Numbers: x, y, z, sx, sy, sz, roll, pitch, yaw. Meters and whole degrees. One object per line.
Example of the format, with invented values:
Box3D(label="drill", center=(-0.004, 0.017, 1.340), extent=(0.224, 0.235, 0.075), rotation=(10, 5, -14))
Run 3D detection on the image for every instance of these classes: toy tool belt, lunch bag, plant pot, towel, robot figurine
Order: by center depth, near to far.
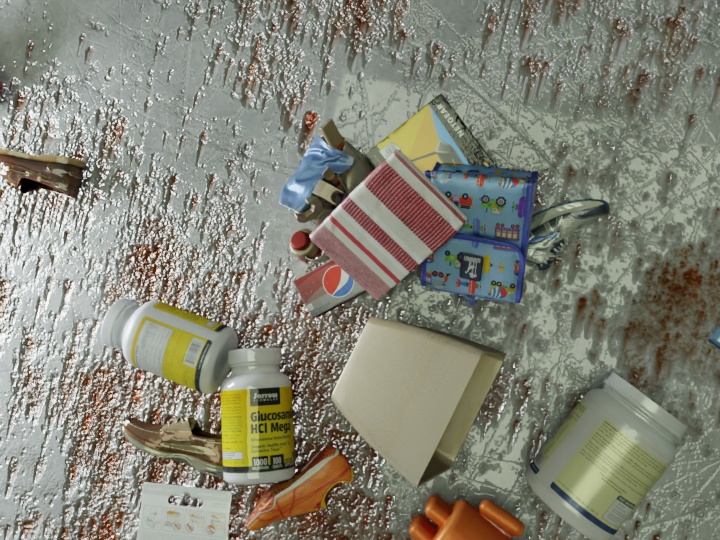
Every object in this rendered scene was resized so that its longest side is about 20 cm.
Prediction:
Box3D(label="towel", center=(0.037, -0.061, 1.016), extent=(0.144, 0.023, 0.200), rotation=(42, 123, -9))
Box3D(label="lunch bag", center=(0.168, -0.046, 1.033), extent=(0.150, 0.094, 0.201), rotation=(8, 110, 16))
Box3D(label="plant pot", center=(0.077, 0.170, 1.041), extent=(0.177, 0.200, 0.201), rotation=(27, 93, 21))
Box3D(label="robot figurine", center=(0.165, 0.423, 1.048), extent=(0.200, 0.117, 0.144), rotation=(38, 55, 9))
Box3D(label="toy tool belt", center=(-0.071, -0.122, 1.090), extent=(0.125, 0.123, 0.201), rotation=(24, 82, 30))

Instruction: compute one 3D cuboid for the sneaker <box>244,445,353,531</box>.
Box3D(label="sneaker", center=(-0.098, 0.361, 1.121), extent=(0.200, 0.073, 0.077), rotation=(-36, 96, 11))

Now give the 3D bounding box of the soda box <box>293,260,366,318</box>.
Box3D(label="soda box", center=(0.000, 0.000, 1.119), extent=(0.199, 0.063, 0.070), rotation=(-27, 85, 8))

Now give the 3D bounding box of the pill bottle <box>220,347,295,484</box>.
Box3D(label="pill bottle", center=(-0.161, 0.224, 1.110), extent=(0.112, 0.112, 0.201), rotation=(-6, 81, 10))

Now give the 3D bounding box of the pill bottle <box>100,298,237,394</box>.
Box3D(label="pill bottle", center=(-0.308, 0.115, 1.145), extent=(0.199, 0.112, 0.113), rotation=(19, 91, 11))

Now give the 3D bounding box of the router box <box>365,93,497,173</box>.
Box3D(label="router box", center=(0.126, -0.144, 1.093), extent=(0.149, 0.051, 0.200), rotation=(-38, 92, 7))

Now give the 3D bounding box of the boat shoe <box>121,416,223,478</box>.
Box3D(label="boat shoe", center=(-0.288, 0.273, 1.160), extent=(0.199, 0.076, 0.072), rotation=(19, 87, 1))

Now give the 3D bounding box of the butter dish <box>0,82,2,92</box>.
Box3D(label="butter dish", center=(-0.757, -0.352, 1.236), extent=(0.200, 0.148, 0.200), rotation=(-35, 126, 8))

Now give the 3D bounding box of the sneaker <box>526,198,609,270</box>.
Box3D(label="sneaker", center=(0.280, -0.048, 1.072), extent=(0.199, 0.077, 0.086), rotation=(-21, 89, 18))

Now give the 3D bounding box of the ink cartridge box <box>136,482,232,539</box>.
Box3D(label="ink cartridge box", center=(-0.285, 0.454, 1.167), extent=(0.159, 0.047, 0.201), rotation=(2, 83, 11))

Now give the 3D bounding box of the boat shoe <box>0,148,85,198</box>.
Box3D(label="boat shoe", center=(-0.576, -0.168, 1.224), extent=(0.199, 0.070, 0.071), rotation=(9, 85, 10))

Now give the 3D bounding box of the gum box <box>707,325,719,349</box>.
Box3D(label="gum box", center=(0.636, 0.081, 1.011), extent=(0.170, 0.045, 0.200), rotation=(42, 94, 9))

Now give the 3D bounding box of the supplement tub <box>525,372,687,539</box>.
Box3D(label="supplement tub", center=(0.346, 0.261, 1.006), extent=(0.145, 0.145, 0.200), rotation=(38, 94, 9))
